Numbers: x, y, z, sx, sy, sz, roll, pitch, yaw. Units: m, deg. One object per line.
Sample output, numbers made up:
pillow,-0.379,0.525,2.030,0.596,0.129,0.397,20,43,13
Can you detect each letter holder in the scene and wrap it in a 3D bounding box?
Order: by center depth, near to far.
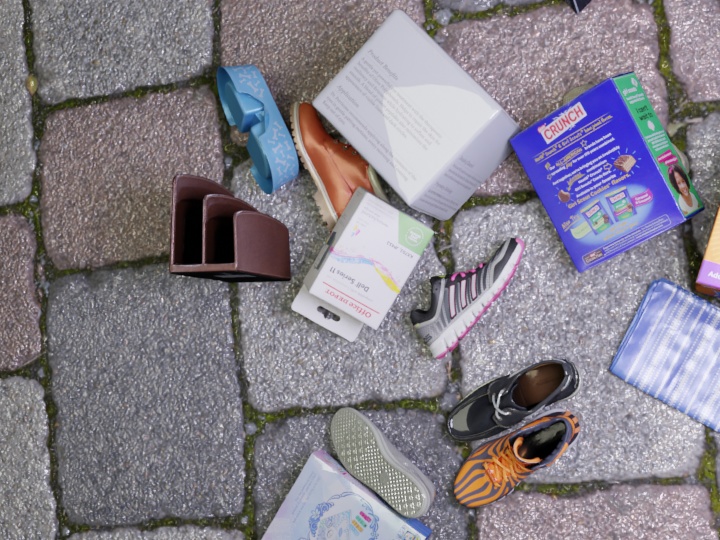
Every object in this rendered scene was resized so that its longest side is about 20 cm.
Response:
letter holder,-0.179,-0.061,1.494,0.100,0.200,0.143,-2,85,17

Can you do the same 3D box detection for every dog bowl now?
dog bowl,-0.148,-0.210,1.546,0.049,0.112,0.201,-21,78,-18

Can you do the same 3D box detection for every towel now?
towel,0.441,0.115,1.380,0.199,0.024,0.146,29,96,17

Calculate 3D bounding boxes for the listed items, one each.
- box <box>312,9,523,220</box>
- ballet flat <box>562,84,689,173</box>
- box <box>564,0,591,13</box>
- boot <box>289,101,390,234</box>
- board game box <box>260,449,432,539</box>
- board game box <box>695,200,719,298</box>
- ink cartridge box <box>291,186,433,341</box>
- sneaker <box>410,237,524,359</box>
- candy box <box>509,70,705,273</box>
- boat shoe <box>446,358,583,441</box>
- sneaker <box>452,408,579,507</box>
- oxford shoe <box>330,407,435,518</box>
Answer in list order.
box,0.083,-0.201,1.422,0.171,0.200,0.199,-46,74,11
ballet flat,0.353,-0.188,1.408,0.200,0.062,0.068,38,98,16
box,0.295,-0.490,1.425,0.200,0.104,0.182,-45,74,9
boot,-0.031,-0.162,1.526,0.107,0.075,0.201,-24,88,11
board game box,-0.032,0.392,1.494,0.198,0.043,0.201,33,100,16
board game box,0.527,-0.046,1.272,0.198,0.200,0.202,17,92,18
ink cartridge box,0.000,0.000,1.478,0.117,0.067,0.201,28,96,-16
sneaker,0.140,0.023,1.453,0.087,0.074,0.200,41,103,10
candy box,0.314,-0.125,1.367,0.169,0.077,0.201,-29,87,39
boat shoe,0.198,0.172,1.429,0.199,0.068,0.072,-27,74,17
sneaker,0.196,0.246,1.400,0.200,0.112,0.078,-39,76,11
oxford shoe,0.031,0.269,1.484,0.200,0.058,0.075,41,106,31
